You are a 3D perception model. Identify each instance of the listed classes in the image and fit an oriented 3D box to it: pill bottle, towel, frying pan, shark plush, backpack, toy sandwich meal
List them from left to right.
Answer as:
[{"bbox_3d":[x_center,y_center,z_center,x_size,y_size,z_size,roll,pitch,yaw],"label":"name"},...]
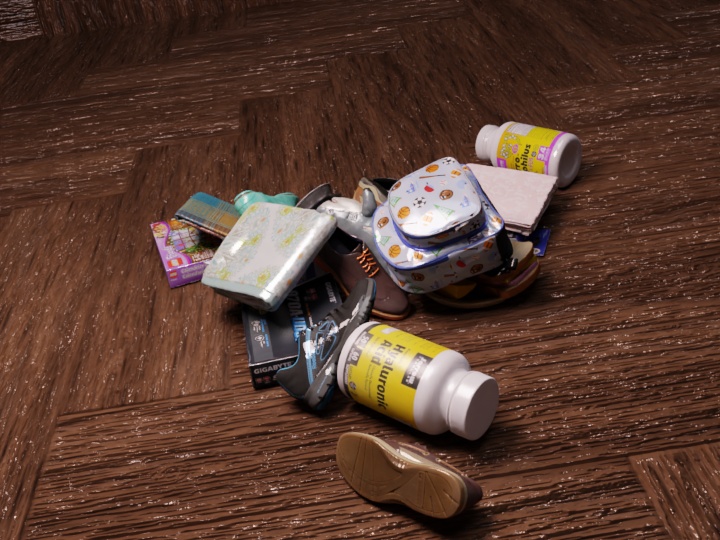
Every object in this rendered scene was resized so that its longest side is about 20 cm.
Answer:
[{"bbox_3d":[-0.253,-0.092,1.580,0.145,0.022,0.200,22,16,-5],"label":"towel"},{"bbox_3d":[-0.147,-0.028,1.338,0.199,0.048,0.172,14,64,47],"label":"towel"},{"bbox_3d":[-0.087,-0.113,1.658,0.115,0.190,0.031,-45,79,4],"label":"frying pan"},{"bbox_3d":[0.011,-0.038,1.434,0.083,0.201,0.091,-29,-1,-19],"label":"shark plush"},{"bbox_3d":[0.076,0.146,1.128,0.199,0.112,0.111,18,39,36],"label":"pill bottle"},{"bbox_3d":[0.114,-0.061,1.321,0.189,0.154,0.201,-30,43,8],"label":"backpack"},{"bbox_3d":[0.184,-0.009,1.403,0.203,0.071,0.206,-5,31,3],"label":"toy sandwich meal"},{"bbox_3d":[0.244,-0.130,1.563,0.189,0.033,0.200,12,35,23],"label":"towel"},{"bbox_3d":[0.328,-0.235,1.715,0.199,0.105,0.104,21,40,39],"label":"pill bottle"}]

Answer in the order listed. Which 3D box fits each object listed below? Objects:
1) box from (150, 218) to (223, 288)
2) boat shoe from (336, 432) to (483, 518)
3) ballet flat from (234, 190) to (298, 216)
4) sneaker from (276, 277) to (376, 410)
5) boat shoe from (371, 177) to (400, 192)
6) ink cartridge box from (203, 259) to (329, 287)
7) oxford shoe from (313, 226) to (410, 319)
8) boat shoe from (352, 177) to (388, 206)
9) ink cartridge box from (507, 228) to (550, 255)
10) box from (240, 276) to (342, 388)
[{"bbox_3d":[-0.304,-0.046,1.599,0.136,0.039,0.200,-16,32,-14],"label":"box"},{"bbox_3d":[0.056,0.241,1.034,0.199,0.073,0.072,8,2,42],"label":"boat shoe"},{"bbox_3d":[-0.166,-0.107,1.630,0.067,0.071,0.200,-35,-12,21],"label":"ballet flat"},{"bbox_3d":[-0.043,0.088,1.200,0.081,0.073,0.201,26,70,9],"label":"sneaker"},{"bbox_3d":[0.112,-0.141,1.649,0.199,0.064,0.074,6,28,17],"label":"boat shoe"},{"bbox_3d":[-0.130,-0.016,1.469,0.199,0.041,0.199,7,22,45],"label":"ink cartridge box"},{"bbox_3d":[0.000,0.000,1.355,0.199,0.073,0.071,38,57,6],"label":"oxford shoe"},{"bbox_3d":[0.049,-0.092,1.575,0.075,0.074,0.200,26,16,-45],"label":"boat shoe"},{"bbox_3d":[0.230,-0.067,1.529,0.198,0.037,0.095,6,33,18],"label":"ink cartridge box"},{"bbox_3d":[-0.098,0.090,1.322,0.157,0.046,0.200,-11,30,-6],"label":"box"}]
